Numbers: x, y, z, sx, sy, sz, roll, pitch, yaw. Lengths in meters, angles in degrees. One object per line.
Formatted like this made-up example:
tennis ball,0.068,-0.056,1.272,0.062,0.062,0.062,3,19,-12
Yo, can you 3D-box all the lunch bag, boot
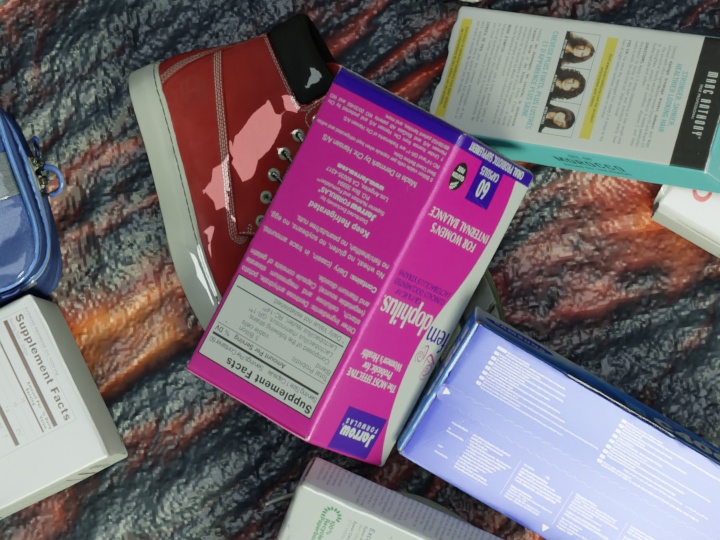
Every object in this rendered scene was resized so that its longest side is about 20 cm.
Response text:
lunch bag,-0.273,-0.027,1.662,0.199,0.132,0.137,-20,86,1
boot,-0.048,-0.050,1.678,0.143,0.072,0.201,-17,83,9

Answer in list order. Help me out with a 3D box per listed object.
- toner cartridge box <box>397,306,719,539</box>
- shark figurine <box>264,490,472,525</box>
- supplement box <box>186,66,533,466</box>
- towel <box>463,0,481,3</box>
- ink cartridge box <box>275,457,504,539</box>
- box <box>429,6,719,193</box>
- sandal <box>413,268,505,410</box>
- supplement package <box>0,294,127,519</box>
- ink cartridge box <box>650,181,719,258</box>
toner cartridge box,0.130,0.114,1.632,0.199,0.043,0.095,31,101,-4
shark figurine,0.053,0.182,1.659,0.128,0.090,0.215,-44,87,-2
supplement box,0.000,0.000,1.613,0.103,0.101,0.201,30,93,30
towel,0.015,-0.252,1.641,0.132,0.201,0.035,13,43,19
ink cartridge box,0.028,0.232,1.629,0.199,0.043,0.197,24,121,3
box,0.141,-0.103,1.641,0.199,0.049,0.083,12,81,35
sandal,0.040,-0.003,1.689,0.079,0.057,0.202,-22,71,11
supplement package,-0.256,0.108,1.662,0.199,0.114,0.110,-27,86,-1
ink cartridge box,0.296,-0.049,1.665,0.199,0.083,0.147,30,88,4
